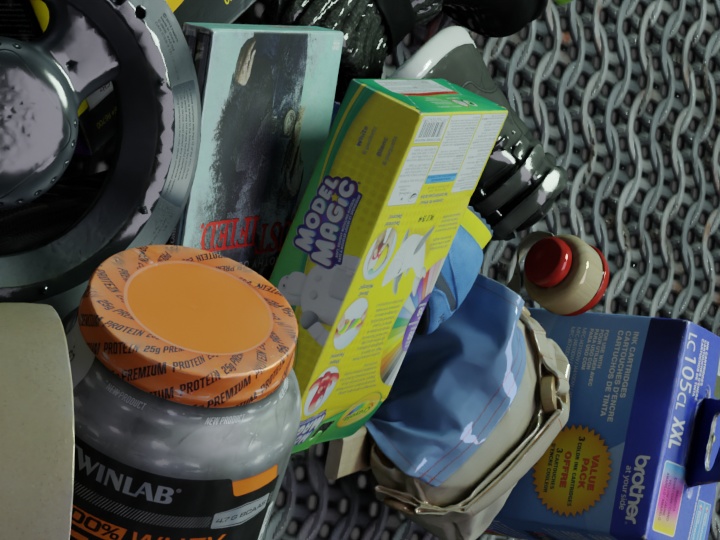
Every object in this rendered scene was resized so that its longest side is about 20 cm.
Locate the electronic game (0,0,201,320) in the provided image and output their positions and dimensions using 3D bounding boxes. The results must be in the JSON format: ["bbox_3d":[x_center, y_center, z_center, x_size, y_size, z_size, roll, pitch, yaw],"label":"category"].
[{"bbox_3d":[-0.168,-0.067,1.156,0.200,0.042,0.200,-2,95,-22],"label":"electronic game"}]

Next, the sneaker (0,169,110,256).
[{"bbox_3d":[-0.113,0.008,1.277,0.200,0.076,0.116,-21,113,-52],"label":"sneaker"}]

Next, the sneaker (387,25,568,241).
[{"bbox_3d":[0.067,-0.072,1.416,0.071,0.099,0.200,-42,167,5],"label":"sneaker"}]

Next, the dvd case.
[{"bbox_3d":[-0.062,-0.024,1.279,0.146,0.022,0.200,-8,110,-64],"label":"dvd case"}]

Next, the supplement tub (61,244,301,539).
[{"bbox_3d":[-0.099,0.095,1.164,0.123,0.123,0.200,-30,145,-49],"label":"supplement tub"}]

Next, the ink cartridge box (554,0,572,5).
[{"bbox_3d":[0.090,-0.272,1.437,0.148,0.076,0.200,44,27,-40],"label":"ink cartridge box"}]

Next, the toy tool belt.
[{"bbox_3d":[0.060,0.051,1.471,0.123,0.125,0.200,35,83,-46],"label":"toy tool belt"}]

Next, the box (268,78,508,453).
[{"bbox_3d":[0.000,0.000,1.304,0.117,0.048,0.200,-8,122,-64],"label":"box"}]

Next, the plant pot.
[{"bbox_3d":[-0.209,0.108,1.085,0.134,0.200,0.200,6,89,-17],"label":"plant pot"}]

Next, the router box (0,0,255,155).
[{"bbox_3d":[-0.119,-0.173,1.265,0.200,0.051,0.149,-49,131,-41],"label":"router box"}]

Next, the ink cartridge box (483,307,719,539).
[{"bbox_3d":[0.144,0.097,1.529,0.076,0.200,0.137,26,73,-52],"label":"ink cartridge box"}]

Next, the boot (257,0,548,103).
[{"bbox_3d":[0.024,-0.147,1.442,0.211,0.079,0.158,39,63,-48],"label":"boot"}]

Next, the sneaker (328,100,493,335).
[{"bbox_3d":[-0.013,-0.037,1.387,0.200,0.066,0.078,37,73,-29],"label":"sneaker"}]
